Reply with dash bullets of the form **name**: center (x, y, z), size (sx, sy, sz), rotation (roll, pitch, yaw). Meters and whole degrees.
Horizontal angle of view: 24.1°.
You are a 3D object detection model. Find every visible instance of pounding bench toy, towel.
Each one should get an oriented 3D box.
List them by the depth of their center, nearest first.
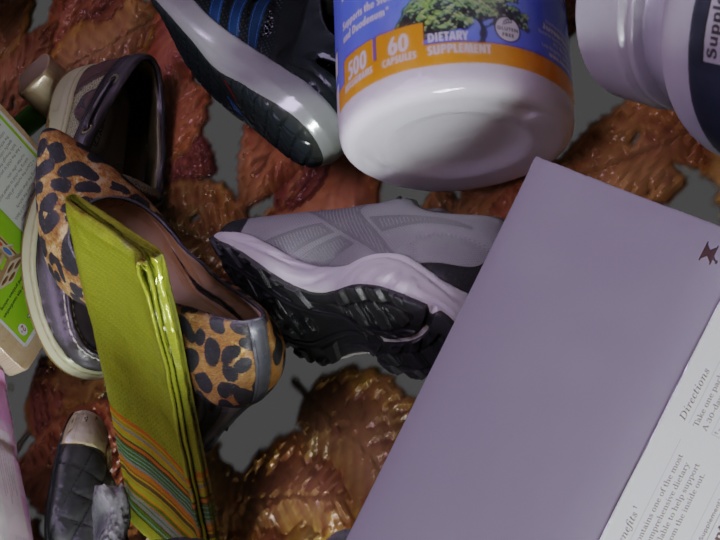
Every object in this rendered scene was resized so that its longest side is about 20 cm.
- **towel**: center (-0.110, 0.064, 0.846), size (0.086, 0.018, 0.201), rotation (29, 136, 43)
- **pounding bench toy**: center (-0.251, -0.031, 1.018), size (0.155, 0.124, 0.201), rotation (-20, 32, 36)

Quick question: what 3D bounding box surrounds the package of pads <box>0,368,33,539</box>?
- **package of pads**: center (-0.232, 0.153, 0.888), size (0.120, 0.076, 0.201), rotation (-32, 58, 23)

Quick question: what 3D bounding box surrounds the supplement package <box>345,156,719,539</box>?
- **supplement package**: center (0.099, 0.079, 0.647), size (0.201, 0.111, 0.156), rotation (-63, 26, 3)

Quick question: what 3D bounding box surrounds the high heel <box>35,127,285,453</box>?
- **high heel**: center (-0.104, -0.013, 0.860), size (0.201, 0.071, 0.143), rotation (60, 151, 11)

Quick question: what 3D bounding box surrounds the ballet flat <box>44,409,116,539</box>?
- **ballet flat**: center (-0.135, 0.172, 0.897), size (0.056, 0.067, 0.201), rotation (-9, 69, 4)

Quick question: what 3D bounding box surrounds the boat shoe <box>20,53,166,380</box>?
- **boat shoe**: center (-0.147, -0.038, 0.967), size (0.065, 0.073, 0.201), rotation (-24, 59, 39)

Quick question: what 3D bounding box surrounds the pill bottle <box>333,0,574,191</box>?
- **pill bottle**: center (0.041, -0.150, 0.815), size (0.112, 0.112, 0.201), rotation (-20, 62, 35)

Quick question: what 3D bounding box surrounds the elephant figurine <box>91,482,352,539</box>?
- **elephant figurine**: center (-0.021, 0.182, 0.736), size (0.199, 0.155, 0.142), rotation (-11, 52, 39)

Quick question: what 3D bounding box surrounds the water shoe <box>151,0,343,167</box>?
- **water shoe**: center (-0.046, -0.123, 0.927), size (0.079, 0.072, 0.200), rotation (-37, 46, -10)

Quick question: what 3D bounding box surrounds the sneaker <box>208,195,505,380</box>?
- **sneaker**: center (0.000, 0.000, 0.834), size (0.200, 0.074, 0.079), rotation (10, 51, 49)

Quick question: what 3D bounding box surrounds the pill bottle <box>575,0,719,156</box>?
- **pill bottle**: center (0.188, -0.092, 0.657), size (0.200, 0.119, 0.120), rotation (22, 89, 45)
